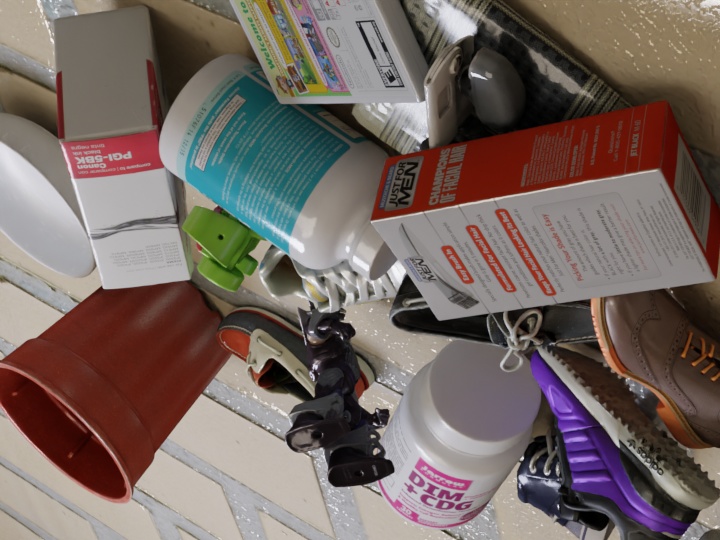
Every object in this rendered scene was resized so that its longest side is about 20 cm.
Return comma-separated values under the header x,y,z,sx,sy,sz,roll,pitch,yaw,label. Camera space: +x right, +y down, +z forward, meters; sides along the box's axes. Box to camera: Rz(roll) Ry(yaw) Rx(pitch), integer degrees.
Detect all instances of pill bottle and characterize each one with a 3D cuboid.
x,y,z,sx,sy,sz,roll,pitch,yaw,label
-0.051,-0.075,1.289,0.200,0.111,0.111,35,152,16,pill bottle
0.083,0.139,1.413,0.113,0.113,0.200,38,153,10,pill bottle

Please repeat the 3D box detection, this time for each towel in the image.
x,y,z,sx,sy,sz,roll,pitch,yaw,label
0.092,-0.110,1.144,0.193,0.035,0.200,38,151,4,towel

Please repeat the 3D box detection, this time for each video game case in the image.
x,y,z,sx,sy,sz,roll,pitch,yaw,label
-0.044,-0.207,1.150,0.182,0.022,0.200,8,129,55,video game case

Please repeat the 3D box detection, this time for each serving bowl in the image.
x,y,z,sx,sy,sz,roll,pitch,yaw,label
-0.327,-0.087,1.694,0.200,0.066,0.200,33,152,20,serving bowl

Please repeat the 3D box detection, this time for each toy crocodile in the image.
x,y,z,sx,sy,sz,roll,pitch,yaw,label
-0.107,-0.032,1.394,0.062,0.068,0.200,32,-170,0,toy crocodile

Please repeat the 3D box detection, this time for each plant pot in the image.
x,y,z,sx,sy,sz,roll,pitch,yaw,label
-0.250,0.104,1.723,0.201,0.195,0.201,32,151,20,plant pot

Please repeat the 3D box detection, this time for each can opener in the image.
x,y,z,sx,sy,sz,roll,pitch,yaw,label
0.077,-0.075,1.121,0.067,0.053,0.200,26,149,26,can opener

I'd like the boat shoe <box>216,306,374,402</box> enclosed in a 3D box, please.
x,y,z,sx,sy,sz,roll,pitch,yaw,label
-0.076,0.092,1.619,0.200,0.063,0.071,21,148,39,boat shoe

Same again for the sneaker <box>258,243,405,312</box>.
x,y,z,sx,sy,sz,roll,pitch,yaw,label
0.000,0.000,1.363,0.200,0.081,0.077,6,134,48,sneaker

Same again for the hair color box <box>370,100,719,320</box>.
x,y,z,sx,sy,sz,roll,pitch,yaw,label
0.121,-0.035,1.075,0.200,0.064,0.111,-10,136,27,hair color box

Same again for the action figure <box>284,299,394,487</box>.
x,y,z,sx,sy,sz,roll,pitch,yaw,label
-0.016,0.102,1.401,0.130,0.069,0.200,60,-167,-26,action figure

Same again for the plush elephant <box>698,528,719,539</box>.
x,y,z,sx,sy,sz,roll,pitch,yaw,label
0.319,0.327,1.327,0.155,0.165,0.200,40,-175,36,plush elephant

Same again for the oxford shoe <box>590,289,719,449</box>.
x,y,z,sx,sy,sz,roll,pitch,yaw,label
0.228,0.057,1.149,0.073,0.071,0.200,2,147,44,oxford shoe

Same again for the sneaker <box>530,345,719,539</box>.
x,y,z,sx,sy,sz,roll,pitch,yaw,label
0.172,0.138,1.235,0.070,0.100,0.200,16,-156,-40,sneaker

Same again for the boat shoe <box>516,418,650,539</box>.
x,y,z,sx,sy,sz,roll,pitch,yaw,label
0.177,0.161,1.360,0.093,0.075,0.200,28,150,16,boat shoe

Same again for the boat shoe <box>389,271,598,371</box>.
x,y,z,sx,sy,sz,roll,pitch,yaw,label
0.116,0.032,1.227,0.199,0.068,0.074,11,140,21,boat shoe

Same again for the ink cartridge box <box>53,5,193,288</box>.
x,y,z,sx,sy,sz,roll,pitch,yaw,label
-0.201,-0.100,1.408,0.200,0.083,0.147,85,176,-52,ink cartridge box
